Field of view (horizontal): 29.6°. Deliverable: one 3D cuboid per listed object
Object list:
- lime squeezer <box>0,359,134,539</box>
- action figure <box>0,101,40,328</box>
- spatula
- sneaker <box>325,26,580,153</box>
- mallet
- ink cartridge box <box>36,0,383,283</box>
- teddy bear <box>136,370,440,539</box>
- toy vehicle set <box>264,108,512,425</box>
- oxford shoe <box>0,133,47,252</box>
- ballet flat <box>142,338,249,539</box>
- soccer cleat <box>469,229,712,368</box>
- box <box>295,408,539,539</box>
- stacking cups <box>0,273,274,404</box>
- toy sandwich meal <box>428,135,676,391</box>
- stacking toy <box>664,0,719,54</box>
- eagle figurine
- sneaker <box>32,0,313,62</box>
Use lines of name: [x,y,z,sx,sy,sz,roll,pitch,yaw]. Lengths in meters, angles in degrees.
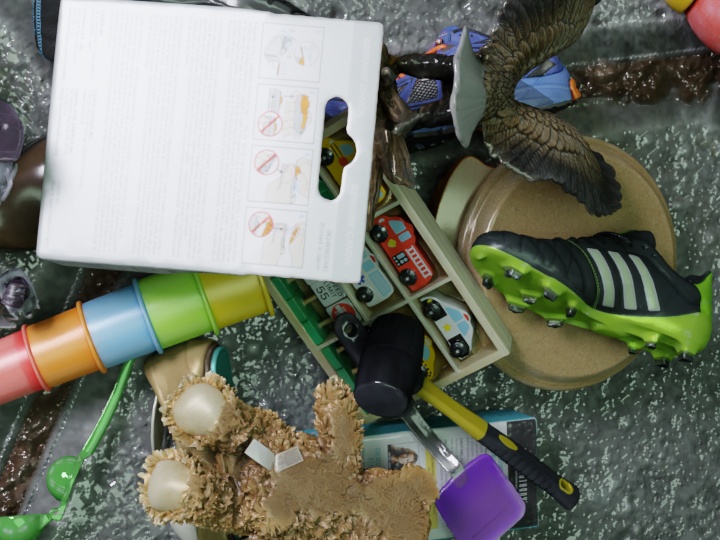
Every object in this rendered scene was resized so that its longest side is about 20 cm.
lime squeezer: [-0.219,0.139,0.914,0.199,0.038,0.071,-34,73,-12]
action figure: [-0.257,-0.010,0.826,0.129,0.070,0.201,-3,139,-28]
spatula: [0.043,0.111,0.949,0.056,0.021,0.200,-39,98,-13]
sneaker: [0.057,-0.131,0.969,0.199,0.075,0.079,-14,85,-22]
mallet: [0.075,0.113,0.925,0.200,0.041,0.066,42,44,-16]
ink cartridge box: [-0.090,-0.077,0.828,0.198,0.047,0.161,5,86,3]
teddy bear: [-0.050,0.142,0.898,0.199,0.067,0.146,6,76,-21]
toy vehicle set: [0.000,0.000,0.939,0.124,0.027,0.201,-29,105,23]
oxford shoe: [-0.161,-0.064,0.886,0.199,0.084,0.073,-23,103,-14]
ballet flat: [-0.107,0.146,0.941,0.063,0.069,0.202,-9,95,10]
soccer cleat: [0.163,0.003,0.947,0.199,0.067,0.082,22,70,-23]
box: [0.029,0.152,0.984,0.198,0.049,0.083,-3,95,-18]
stacking cups: [-0.160,0.033,0.900,0.199,0.061,0.061,-18,100,-5]
toy sandwich meal: [0.138,-0.006,1.003,0.204,0.070,0.207,-2,96,-22]
stacking toy: [0.267,-0.224,1.009,0.199,0.146,0.147,28,85,-3]
eagle figurine: [0.096,-0.117,0.872,0.198,0.152,0.152,-5,53,-18]
sneaker: [-0.118,-0.160,0.906,0.199,0.073,0.083,12,101,-11]
